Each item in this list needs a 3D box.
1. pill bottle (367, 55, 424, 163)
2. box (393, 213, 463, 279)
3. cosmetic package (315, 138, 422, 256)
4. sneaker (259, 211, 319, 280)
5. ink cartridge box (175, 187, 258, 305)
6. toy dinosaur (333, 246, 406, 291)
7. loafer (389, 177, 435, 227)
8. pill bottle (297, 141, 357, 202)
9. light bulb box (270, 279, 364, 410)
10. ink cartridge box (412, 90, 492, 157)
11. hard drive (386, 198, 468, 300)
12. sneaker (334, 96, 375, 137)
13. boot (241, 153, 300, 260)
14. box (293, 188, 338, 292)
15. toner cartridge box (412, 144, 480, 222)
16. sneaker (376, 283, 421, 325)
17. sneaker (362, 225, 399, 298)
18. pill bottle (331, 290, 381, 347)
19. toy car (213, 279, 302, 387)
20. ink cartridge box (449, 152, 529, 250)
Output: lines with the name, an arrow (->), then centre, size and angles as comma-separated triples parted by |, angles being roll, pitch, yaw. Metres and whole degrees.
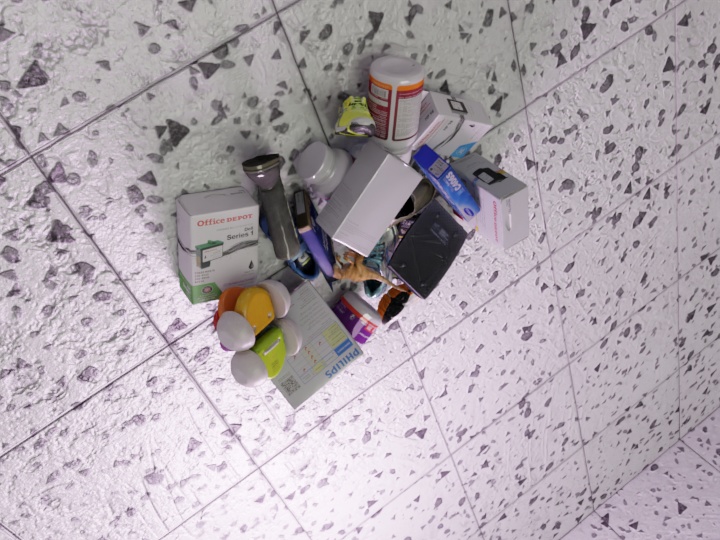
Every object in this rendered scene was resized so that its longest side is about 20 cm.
pill bottle -> 0.066, -0.317, 1.488 | 0.109, 0.110, 0.202 | -18, 135, -24
box -> 0.138, -0.054, 1.780 | 0.198, 0.049, 0.163 | 6, 114, -36
cosmetic package -> 0.017, -0.142, 1.465 | 0.112, 0.081, 0.201 | 28, 101, -43
sneaker -> -0.142, -0.056, 1.560 | 0.074, 0.082, 0.201 | -38, 132, -4
ink cartridge box -> -0.282, -0.050, 1.464 | 0.145, 0.084, 0.202 | -13, 126, -28
toy dinosaur -> 0.000, 0.000, 1.601 | 0.198, 0.107, 0.060 | 7, 150, -43
loafer -> 0.108, -0.149, 1.646 | 0.200, 0.069, 0.076 | -39, 108, -34
pill bottle -> -0.033, -0.183, 1.533 | 0.199, 0.109, 0.109 | 28, 101, -43
light bulb box -> -0.130, 0.161, 1.613 | 0.198, 0.125, 0.201 | -38, 91, -7
ink cartridge box -> 0.169, -0.313, 1.588 | 0.198, 0.067, 0.116 | 2, 148, -36
hard drive -> 0.150, -0.047, 1.686 | 0.135, 0.042, 0.201 | 42, 69, -18
sneaker -> -0.015, -0.298, 1.427 | 0.074, 0.200, 0.077 | 4, 102, -13
boot -> -0.167, -0.118, 1.416 | 0.072, 0.182, 0.203 | -4, 102, 9
box -> -0.087, -0.060, 1.569 | 0.032, 0.122, 0.201 | -19, 133, 7
toner cartridge box -> 0.192, -0.189, 1.627 | 0.043, 0.095, 0.200 | -43, 144, 4
sneaker -> 0.126, 0.059, 1.772 | 0.200, 0.076, 0.092 | -49, 139, 9
sneaker -> 0.041, -0.030, 1.670 | 0.086, 0.077, 0.203 | -42, 134, -63
pill bottle -> -0.047, 0.155, 1.743 | 0.201, 0.112, 0.112 | -52, 134, 5
toy car -> -0.222, 0.123, 1.473 | 0.175, 0.149, 0.202 | -43, 126, -45
ink cartridge box -> 0.298, -0.161, 1.716 | 0.082, 0.200, 0.147 | -26, 131, -18
